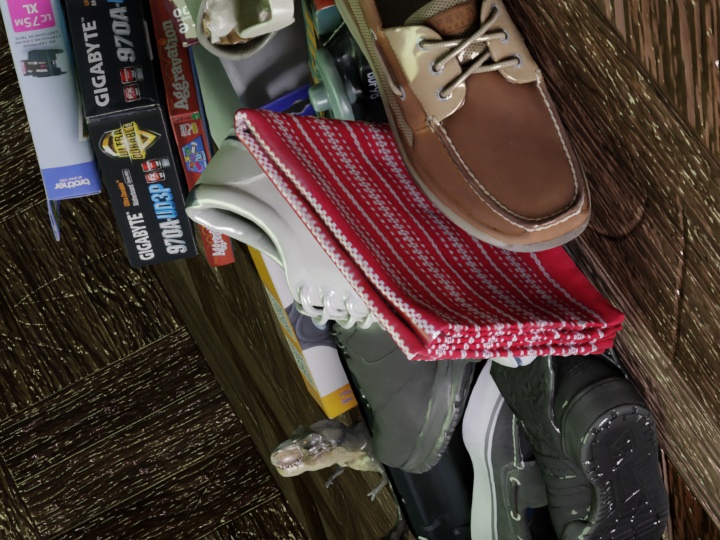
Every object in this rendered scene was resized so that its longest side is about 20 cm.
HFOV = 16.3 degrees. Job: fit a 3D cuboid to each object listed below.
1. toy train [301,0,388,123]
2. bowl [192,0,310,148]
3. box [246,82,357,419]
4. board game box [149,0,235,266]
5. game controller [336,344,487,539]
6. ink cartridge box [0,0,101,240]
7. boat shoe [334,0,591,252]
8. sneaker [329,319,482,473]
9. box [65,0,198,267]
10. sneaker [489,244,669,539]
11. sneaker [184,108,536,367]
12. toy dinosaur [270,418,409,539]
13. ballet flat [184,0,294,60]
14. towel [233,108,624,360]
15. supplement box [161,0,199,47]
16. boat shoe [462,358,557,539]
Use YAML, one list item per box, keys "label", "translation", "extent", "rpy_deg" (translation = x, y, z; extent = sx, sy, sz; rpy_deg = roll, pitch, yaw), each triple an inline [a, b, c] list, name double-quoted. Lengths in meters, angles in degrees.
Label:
- label: "toy train"
  translation: [0.008, -0.101, 1.307]
  extent: [0.200, 0.085, 0.114]
  rpy_deg: [79, 171, -62]
- label: "bowl"
  translation: [-0.059, -0.139, 1.542]
  extent: [0.202, 0.090, 0.201]
  rpy_deg: [61, 171, 17]
- label: "box"
  translation: [-0.003, -0.020, 1.475]
  extent: [0.041, 0.119, 0.200]
  rpy_deg: [51, 166, 52]
- label: "board game box"
  translation: [-0.100, -0.090, 1.481]
  extent: [0.200, 0.019, 0.103]
  rpy_deg: [83, 177, -65]
- label: "game controller"
  translation: [0.050, 0.076, 1.506]
  extent: [0.042, 0.104, 0.200]
  rpy_deg: [18, 141, 41]
- label: "ink cartridge box"
  translation: [-0.187, -0.132, 1.525]
  extent: [0.120, 0.042, 0.201]
  rpy_deg: [-100, 3, -51]
- label: "boat shoe"
  translation: [0.040, -0.095, 1.141]
  extent: [0.200, 0.076, 0.072]
  rpy_deg: [57, 168, 25]
- label: "sneaker"
  translation: [0.024, 0.037, 1.380]
  extent: [0.200, 0.090, 0.076]
  rpy_deg: [106, 180, -50]
- label: "box"
  translation: [-0.139, -0.115, 1.494]
  extent: [0.200, 0.046, 0.160]
  rpy_deg: [83, 176, -66]
- label: "sneaker"
  translation: [0.110, 0.075, 1.305]
  extent: [0.104, 0.060, 0.200]
  rpy_deg: [55, 164, 34]
- label: "sneaker"
  translation: [0.000, 0.000, 1.250]
  extent: [0.200, 0.071, 0.073]
  rpy_deg: [33, 167, 23]
- label: "toy dinosaur"
  translation: [0.026, 0.123, 1.571]
  extent: [0.047, 0.200, 0.089]
  rpy_deg: [0, 97, 39]
- label: "ballet flat"
  translation: [-0.037, -0.155, 1.177]
  extent: [0.200, 0.067, 0.064]
  rpy_deg: [130, 127, -65]
- label: "towel"
  translation: [0.036, -0.018, 1.157]
  extent: [0.145, 0.022, 0.200]
  rpy_deg: [52, -157, 20]
- label: "supplement box"
  translation: [-0.084, -0.231, 1.309]
  extent: [0.061, 0.109, 0.201]
  rpy_deg: [-11, 110, 44]
- label: "boat shoe"
  translation: [0.102, 0.112, 1.453]
  extent: [0.066, 0.070, 0.200]
  rpy_deg: [27, 143, 22]
